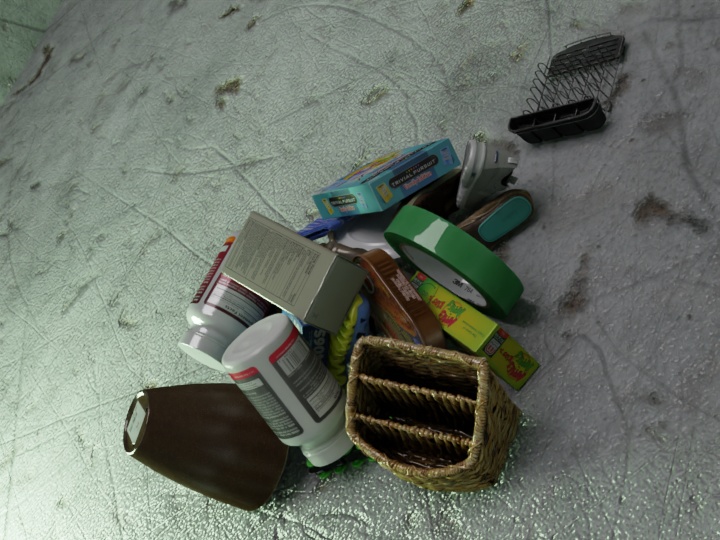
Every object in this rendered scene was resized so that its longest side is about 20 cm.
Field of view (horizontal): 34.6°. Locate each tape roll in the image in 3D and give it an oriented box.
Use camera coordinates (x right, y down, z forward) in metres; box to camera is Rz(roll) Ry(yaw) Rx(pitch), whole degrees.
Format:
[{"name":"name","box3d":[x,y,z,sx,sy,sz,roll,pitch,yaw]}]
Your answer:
[{"name":"tape roll","box3d":[0.126,-0.011,1.566,0.048,0.200,0.200,-55,35,-8]}]

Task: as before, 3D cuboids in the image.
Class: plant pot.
[{"name":"plant pot","box3d":[-0.232,0.238,1.671,0.187,0.200,0.187,-39,43,48]}]

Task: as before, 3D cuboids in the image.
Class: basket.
[{"name":"basket","box3d":[0.076,0.184,1.446,0.200,0.149,0.143,11,64,33]}]

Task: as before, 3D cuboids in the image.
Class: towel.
[{"name":"towel","box3d":[-0.026,-0.098,1.869,0.200,0.024,0.145,-37,12,-37]}]

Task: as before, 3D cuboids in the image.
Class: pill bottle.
[{"name":"pill bottle","box3d":[-0.089,0.166,1.569,0.111,0.200,0.111,-31,18,11]},{"name":"pill bottle","box3d":[-0.197,0.048,1.786,0.113,0.113,0.200,6,62,50]}]

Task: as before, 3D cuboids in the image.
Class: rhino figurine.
[{"name":"rhino figurine","box3d":[0.000,0.000,1.680,0.060,0.200,0.087,-63,7,-23]}]

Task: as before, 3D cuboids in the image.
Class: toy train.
[{"name":"toy train","box3d":[0.007,0.237,1.604,0.200,0.042,0.056,-24,32,31]}]

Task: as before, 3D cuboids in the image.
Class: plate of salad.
[{"name":"plate of salad","box3d":[0.051,-0.058,1.795,0.200,0.048,0.200,-11,28,6]}]

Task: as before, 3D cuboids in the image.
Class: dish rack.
[{"name":"dish rack","box3d":[0.317,-0.283,1.745,0.153,0.055,0.200,-8,52,42]}]

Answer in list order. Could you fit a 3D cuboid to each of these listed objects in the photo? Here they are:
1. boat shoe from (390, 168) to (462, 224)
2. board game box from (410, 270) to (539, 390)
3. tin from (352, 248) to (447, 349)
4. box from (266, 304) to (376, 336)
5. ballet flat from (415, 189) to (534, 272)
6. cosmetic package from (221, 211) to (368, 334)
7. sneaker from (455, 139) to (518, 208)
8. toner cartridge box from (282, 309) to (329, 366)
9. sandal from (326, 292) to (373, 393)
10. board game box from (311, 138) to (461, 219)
[{"name":"boat shoe","box3d":[0.091,-0.096,1.726,0.075,0.075,0.202,7,25,32]},{"name":"board game box","box3d":[0.142,0.078,1.551,0.048,0.102,0.200,-50,35,-3]},{"name":"tin","box3d":[0.052,0.056,1.567,0.042,0.112,0.200,-23,58,-22]},{"name":"box","box3d":[-0.085,0.078,1.810,0.200,0.086,0.164,-35,37,20]},{"name":"ballet flat","box3d":[0.165,-0.055,1.694,0.200,0.068,0.072,-39,16,13]},{"name":"cosmetic package","box3d":[-0.094,0.001,1.602,0.200,0.071,0.105,29,92,44]},{"name":"sneaker","box3d":[0.185,-0.128,1.676,0.082,0.200,0.075,11,82,4]},{"name":"toner cartridge box","box3d":[-0.084,0.143,1.675,0.095,0.043,0.200,-127,37,-57]},{"name":"sandal","box3d":[-0.007,0.108,1.638,0.200,0.087,0.080,101,157,-43]},{"name":"board game box","box3d":[0.035,-0.136,1.742,0.151,0.047,0.200,-32,12,-24]}]
